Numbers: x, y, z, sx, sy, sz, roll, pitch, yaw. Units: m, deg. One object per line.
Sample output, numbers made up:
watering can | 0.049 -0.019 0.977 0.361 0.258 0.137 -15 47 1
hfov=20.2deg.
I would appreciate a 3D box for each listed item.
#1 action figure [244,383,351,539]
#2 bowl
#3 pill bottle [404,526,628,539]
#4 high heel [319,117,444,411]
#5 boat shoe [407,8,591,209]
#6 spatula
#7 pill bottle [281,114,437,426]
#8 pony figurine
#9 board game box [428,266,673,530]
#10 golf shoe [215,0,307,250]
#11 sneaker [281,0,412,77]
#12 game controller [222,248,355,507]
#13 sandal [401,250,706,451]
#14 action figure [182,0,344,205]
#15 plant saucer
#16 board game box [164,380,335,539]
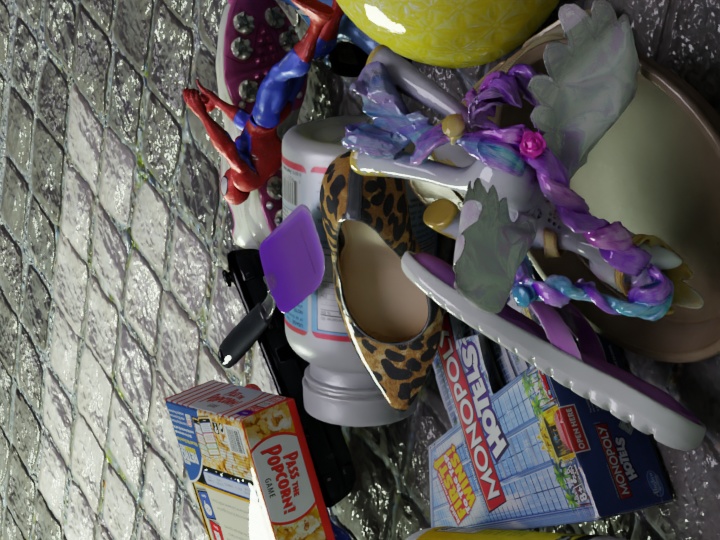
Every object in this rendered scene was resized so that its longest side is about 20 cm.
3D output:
action figure | -0.053 0.177 1.593 0.201 0.065 0.052 67 153 22
bowl | 0.030 -0.225 1.234 0.199 0.107 0.202 4 96 44
pill bottle | 0.080 0.217 1.251 0.199 0.112 0.113 -3 95 40
high heel | 0.008 0.015 1.240 0.143 0.071 0.202 -65 -28 -68
boat shoe | 0.098 -0.092 1.250 0.071 0.065 0.200 44 143 -5
spatula | -0.066 0.023 1.396 0.057 0.020 0.200 70 154 20
pill bottle | 0.000 0.000 1.402 0.109 0.108 0.202 27 122 56
pony figurine | 0.083 -0.051 1.088 0.199 0.193 0.167 28 80 35
board game box | 0.095 0.091 1.304 0.200 0.061 0.201 -45 58 55
golf shoe | -0.082 -0.107 1.511 0.091 0.075 0.202 -18 78 55
sneaker | -0.023 -0.184 1.427 0.200 0.078 0.090 29 120 55
game controller | -0.054 0.078 1.497 0.104 0.042 0.201 149 100 -82
sandal | 0.117 0.035 1.170 0.202 0.082 0.050 32 93 8
action figure | -0.079 -0.132 1.398 0.099 0.065 0.201 33 131 11
plant saucer | 0.153 -0.042 1.139 0.200 0.029 0.201 34 141 33
board game box | -0.072 0.188 1.495 0.151 0.046 0.201 7 115 63
